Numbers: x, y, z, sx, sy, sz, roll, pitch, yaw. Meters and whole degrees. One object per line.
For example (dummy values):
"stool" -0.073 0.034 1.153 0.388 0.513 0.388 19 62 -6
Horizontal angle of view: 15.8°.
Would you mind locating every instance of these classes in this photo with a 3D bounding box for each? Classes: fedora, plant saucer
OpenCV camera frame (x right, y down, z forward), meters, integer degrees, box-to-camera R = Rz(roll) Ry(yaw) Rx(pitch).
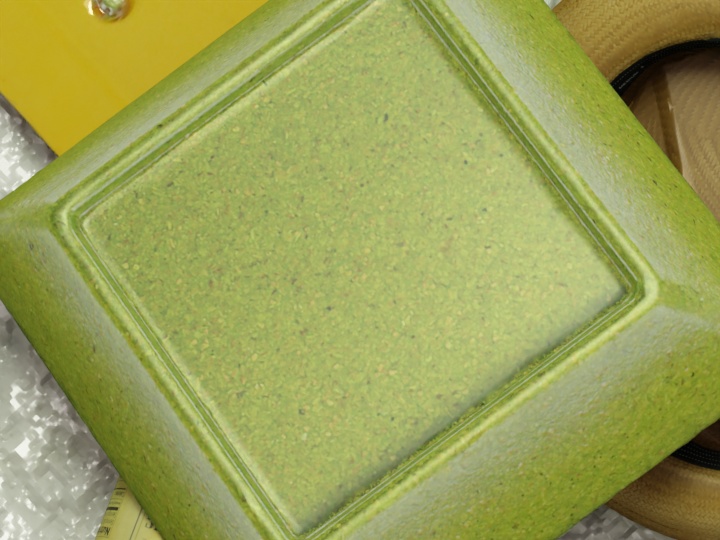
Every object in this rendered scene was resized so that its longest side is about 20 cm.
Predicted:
"fedora" 0.130 -0.010 0.857 0.200 0.082 0.202 3 98 23
"plant saucer" 0.000 0.000 0.799 0.200 0.048 0.200 -36 73 -1

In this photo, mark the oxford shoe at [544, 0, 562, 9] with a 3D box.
"oxford shoe" 0.098 -0.151 0.922 0.058 0.075 0.201 10 68 37

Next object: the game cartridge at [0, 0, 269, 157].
"game cartridge" -0.048 -0.125 0.882 0.200 0.032 0.176 -44 82 9

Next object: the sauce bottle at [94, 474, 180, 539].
"sauce bottle" -0.055 0.094 0.844 0.064 0.065 0.201 18 78 2
